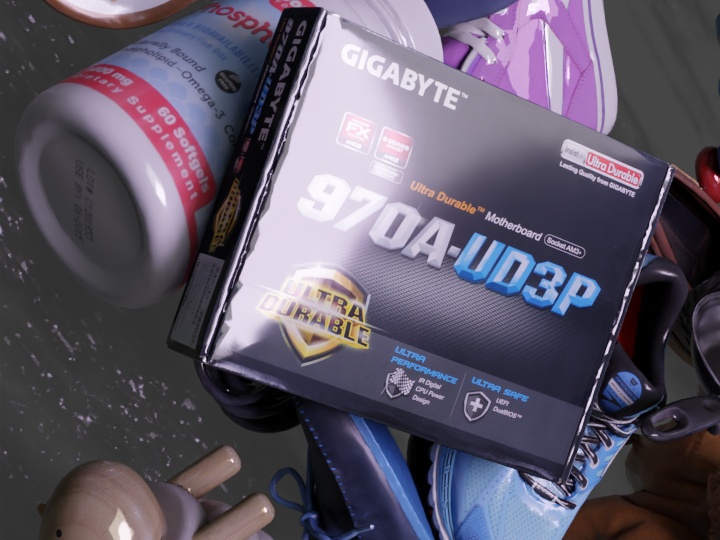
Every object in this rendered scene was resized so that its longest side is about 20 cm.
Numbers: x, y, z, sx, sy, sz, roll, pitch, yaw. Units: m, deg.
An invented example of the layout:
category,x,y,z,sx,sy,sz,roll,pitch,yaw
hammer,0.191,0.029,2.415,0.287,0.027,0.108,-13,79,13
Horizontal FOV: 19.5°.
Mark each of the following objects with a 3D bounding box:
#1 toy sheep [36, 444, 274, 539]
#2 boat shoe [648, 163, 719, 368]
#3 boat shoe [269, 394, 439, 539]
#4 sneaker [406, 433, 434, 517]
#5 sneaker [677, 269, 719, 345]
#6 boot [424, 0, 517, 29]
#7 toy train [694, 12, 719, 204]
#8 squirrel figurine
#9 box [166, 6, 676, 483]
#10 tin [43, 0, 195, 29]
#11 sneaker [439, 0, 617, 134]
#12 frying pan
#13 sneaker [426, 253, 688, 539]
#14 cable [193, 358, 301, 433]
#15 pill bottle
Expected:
category,x,y,z,sx,sy,sz,roll,pitch,yaw
toy sheep,-0.083,0.165,0.953,0.138,0.138,0.200,-46,123,-30
boat shoe,0.201,0.003,1.230,0.200,0.070,0.071,38,62,-35
boat shoe,0.002,0.135,1.026,0.068,0.084,0.201,-23,117,3
sneaker,0.072,0.064,1.114,0.074,0.080,0.201,21,77,-36
sneaker,0.239,0.043,1.199,0.079,0.074,0.200,-42,147,-2
boot,0.078,-0.191,1.065,0.199,0.075,0.097,-19,137,-6
toy train,0.265,-0.079,1.291,0.200,0.084,0.116,35,48,-59
squirrel figurine,0.191,0.151,1.139,0.142,0.200,0.187,48,59,-21
box,0.030,-0.008,0.937,0.199,0.046,0.160,21,87,-28
tin,-0.123,-0.202,0.933,0.112,0.042,0.201,-21,118,-4
sneaker,0.070,-0.147,1.119,0.114,0.073,0.201,-23,104,-33
frying pan,0.198,0.073,1.024,0.115,0.031,0.190,37,34,2
sneaker,0.101,0.067,1.028,0.078,0.090,0.201,36,65,-24
cable,0.000,0.000,1.016,0.200,0.163,0.051,-32,68,-35
pill bottle,-0.056,-0.073,0.986,0.200,0.109,0.109,-34,112,-35
